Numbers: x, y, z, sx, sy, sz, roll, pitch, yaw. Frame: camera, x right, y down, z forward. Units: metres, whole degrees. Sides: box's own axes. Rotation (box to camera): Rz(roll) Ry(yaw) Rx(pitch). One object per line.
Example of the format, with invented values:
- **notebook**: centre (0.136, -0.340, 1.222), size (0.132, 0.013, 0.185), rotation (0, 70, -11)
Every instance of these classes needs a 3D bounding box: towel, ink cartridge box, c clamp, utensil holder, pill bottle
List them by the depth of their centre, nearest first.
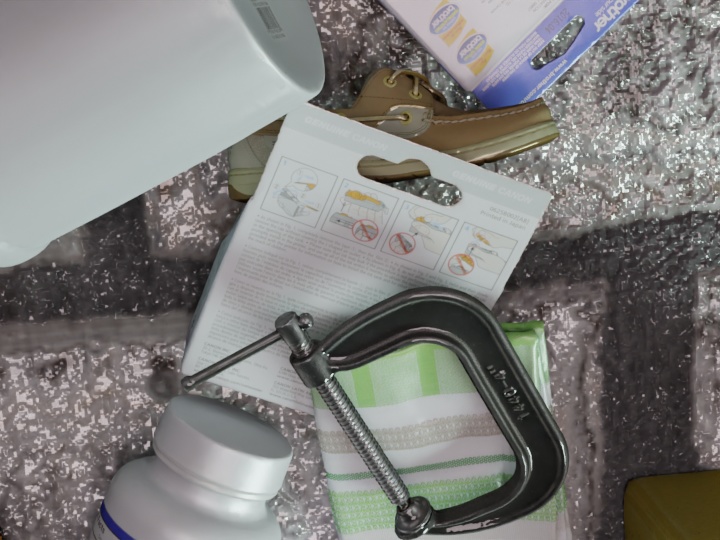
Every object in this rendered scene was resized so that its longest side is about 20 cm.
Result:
- **utensil holder**: centre (-0.141, -0.121, 0.854), size (0.199, 0.170, 0.171), rotation (-26, 106, 16)
- **c clamp**: centre (0.022, 0.088, 0.946), size (0.170, 0.027, 0.201), rotation (-31, 115, 14)
- **ink cartridge box**: centre (0.058, -0.195, 0.950), size (0.119, 0.042, 0.200), rotation (-44, 102, 6)
- **ink cartridge box**: centre (0.000, 0.000, 0.953), size (0.161, 0.057, 0.201), rotation (18, 118, -11)
- **pill bottle**: centre (-0.114, 0.183, 0.985), size (0.111, 0.112, 0.202), rotation (21, 100, -11)
- **towel**: centre (0.051, 0.124, 0.991), size (0.147, 0.031, 0.202), rotation (-8, 124, 4)

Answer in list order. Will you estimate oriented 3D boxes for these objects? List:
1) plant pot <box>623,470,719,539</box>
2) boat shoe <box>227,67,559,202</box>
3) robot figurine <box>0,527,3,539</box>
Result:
- **plant pot**: centre (0.284, 0.246, 1.002), size (0.192, 0.200, 0.198), rotation (-5, 104, -5)
- **boat shoe**: centre (0.014, -0.084, 0.941), size (0.198, 0.074, 0.067), rotation (-8, 92, 9)
- **robot figurine**: centre (-0.284, 0.228, 1.003), size (0.145, 0.058, 0.200), rotation (38, 97, -14)
